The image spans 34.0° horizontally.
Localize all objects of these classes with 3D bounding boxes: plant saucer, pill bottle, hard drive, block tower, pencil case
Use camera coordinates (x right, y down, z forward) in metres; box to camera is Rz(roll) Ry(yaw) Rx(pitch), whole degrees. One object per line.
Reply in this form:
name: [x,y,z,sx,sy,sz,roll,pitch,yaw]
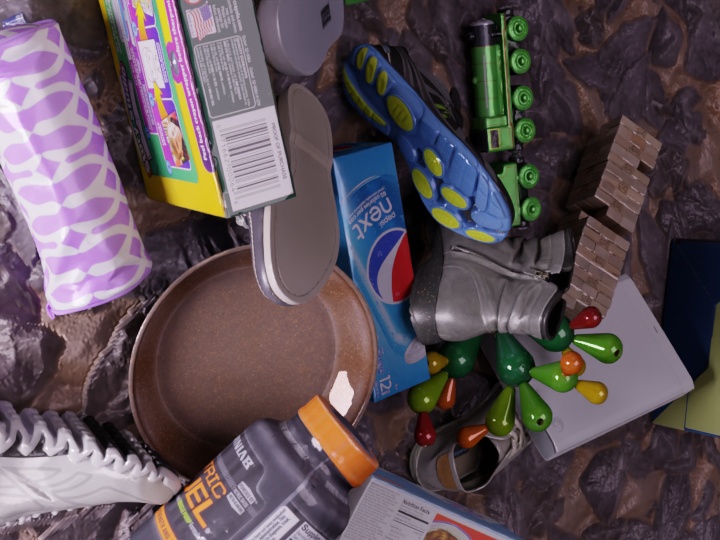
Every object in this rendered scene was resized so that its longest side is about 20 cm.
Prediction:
plant saucer: [-0.083,0.072,0.911,0.197,0.037,0.204,-6,109,-19]
pill bottle: [-0.080,0.184,0.870,0.200,0.106,0.106,-42,118,-1]
hard drive: [0.217,0.086,1.120,0.198,0.026,0.133,-16,69,-36]
block tower: [0.225,-0.043,1.118,0.057,0.054,0.202,30,69,-16]
pencil case: [-0.213,-0.071,0.805,0.084,0.084,0.203,-19,106,4]

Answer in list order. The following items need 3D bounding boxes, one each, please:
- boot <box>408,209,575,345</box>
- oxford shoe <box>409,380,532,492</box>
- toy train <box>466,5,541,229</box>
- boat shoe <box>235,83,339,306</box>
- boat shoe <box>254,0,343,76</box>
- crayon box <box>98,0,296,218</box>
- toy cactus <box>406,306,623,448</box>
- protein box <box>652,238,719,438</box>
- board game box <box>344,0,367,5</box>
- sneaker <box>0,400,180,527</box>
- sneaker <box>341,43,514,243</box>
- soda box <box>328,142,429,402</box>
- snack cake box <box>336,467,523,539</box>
boot: [0.120,-0.020,0.986,0.068,0.128,0.202,61,32,-46]
oxford shoe: [0.133,0.147,1.089,0.198,0.057,0.076,-27,108,-33]
toy train: [0.128,-0.135,1.071,0.056,0.042,0.204,-10,101,-24]
boat shoe: [-0.060,-0.049,0.873,0.072,0.062,0.202,37,39,-37]
boat shoe: [-0.055,-0.180,0.855,0.200,0.056,0.070,-61,145,-70]
crayon box: [-0.121,-0.146,0.804,0.057,0.172,0.203,-18,105,-23]
toy cactus: [0.123,0.062,1.027,0.197,0.167,0.103,-20,150,3]
protein box: [0.435,0.078,1.253,0.197,0.134,0.202,7,90,-35]
board game box: [0.016,-0.336,0.948,0.153,0.040,0.203,-35,114,-43]
sneaker: [-0.223,0.140,0.826,0.197,0.075,0.082,18,92,-26]
sneaker: [0.066,-0.112,0.963,0.082,0.071,0.201,-22,68,-40]
soda box: [0.000,0.000,0.971,0.063,0.067,0.204,-19,105,-34]
snack cake box: [0.038,0.245,1.011,0.199,0.067,0.116,30,87,-34]
